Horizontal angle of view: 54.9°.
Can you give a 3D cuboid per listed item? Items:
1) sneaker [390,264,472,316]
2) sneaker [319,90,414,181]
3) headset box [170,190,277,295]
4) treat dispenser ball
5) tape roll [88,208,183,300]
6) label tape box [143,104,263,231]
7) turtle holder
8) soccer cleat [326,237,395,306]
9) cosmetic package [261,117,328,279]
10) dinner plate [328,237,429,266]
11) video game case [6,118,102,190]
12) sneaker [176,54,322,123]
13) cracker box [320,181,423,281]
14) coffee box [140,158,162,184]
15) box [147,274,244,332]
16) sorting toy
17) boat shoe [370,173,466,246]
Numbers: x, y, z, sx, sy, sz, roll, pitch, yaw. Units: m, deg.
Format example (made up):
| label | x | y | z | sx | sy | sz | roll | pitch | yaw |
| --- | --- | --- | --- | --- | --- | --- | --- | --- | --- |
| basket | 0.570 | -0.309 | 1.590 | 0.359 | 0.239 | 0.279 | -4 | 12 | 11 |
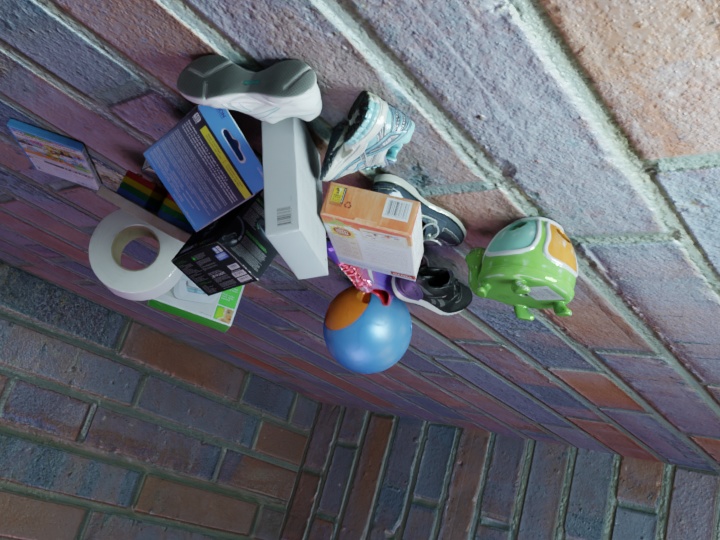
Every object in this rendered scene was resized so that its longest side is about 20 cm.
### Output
| label | x | y | z | sx | sy | sz | roll | pitch | yaw |
| --- | --- | --- | --- | --- | --- | --- | --- | --- | --- |
| sneaker | 0.160 | 0.036 | 1.334 | 0.199 | 0.076 | 0.087 | 11 | 154 | -37 |
| sneaker | 0.006 | -0.159 | 0.929 | 0.086 | 0.078 | 0.200 | 19 | 162 | -17 |
| headset box | -0.191 | -0.072 | 1.152 | 0.093 | 0.201 | 0.173 | 46 | 146 | -23 |
| treat dispenser ball | 0.016 | 0.129 | 1.549 | 0.199 | 0.203 | 0.201 | 15 | 162 | 5 |
| tape roll | -0.486 | -0.039 | 1.522 | 0.201 | 0.204 | 0.071 | 17 | 163 | 1 |
| label tape box | -0.211 | -0.161 | 1.012 | 0.199 | 0.066 | 0.144 | -24 | 104 | 40 |
| turtle holder | 0.251 | -0.003 | 1.068 | 0.140 | 0.133 | 0.186 | 19 | 163 | -8 |
| soccer cleat | 0.000 | 0.000 | 1.322 | 0.199 | 0.074 | 0.068 | 30 | 158 | -36 |
| cosmetic package | -0.089 | -0.109 | 0.954 | 0.051 | 0.202 | 0.151 | -10 | 156 | 10 |
| dinner plate | 0.036 | -0.042 | 1.324 | 0.198 | 0.024 | 0.200 | 16 | 162 | 5 |
| video game case | -0.601 | -0.225 | 1.377 | 0.142 | 0.018 | 0.200 | 19 | 162 | -4 |
| sneaker | -0.142 | -0.222 | 0.883 | 0.198 | 0.071 | 0.080 | 11 | 161 | 18 |
| cracker box | 0.023 | -0.054 | 1.040 | 0.133 | 0.058 | 0.200 | 14 | 163 | 10 |
| coffee box | -0.285 | -0.175 | 1.192 | 0.123 | 0.044 | 0.199 | 30 | 158 | -34 |
| box | -0.382 | 0.028 | 1.658 | 0.199 | 0.178 | 0.097 | 22 | 161 | -14 |
| sorting toy | -0.349 | -0.107 | 1.299 | 0.198 | 0.070 | 0.200 | 28 | 178 | 18 |
| boat shoe | 0.092 | -0.080 | 1.097 | 0.074 | 0.062 | 0.199 | -3 | 153 | 46 |
